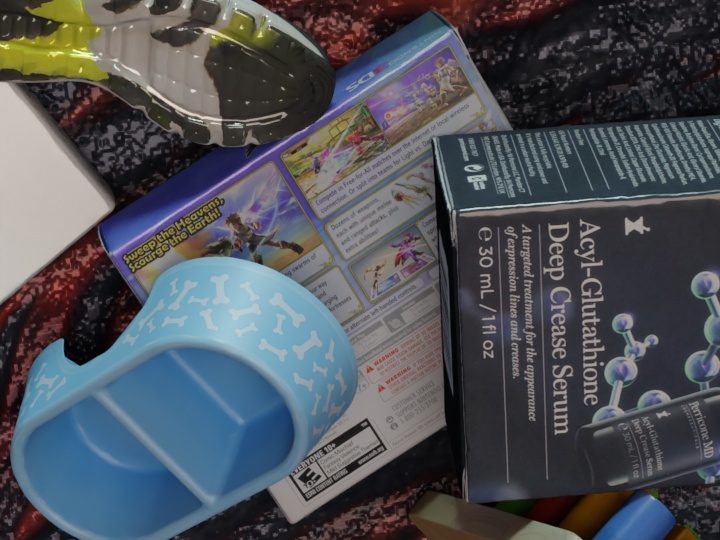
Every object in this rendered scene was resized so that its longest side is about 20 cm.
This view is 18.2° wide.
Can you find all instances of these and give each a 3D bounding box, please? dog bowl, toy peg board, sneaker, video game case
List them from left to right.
[{"bbox_3d":[-0.105,-0.121,1.066,0.199,0.085,0.075,16,119,1],"label":"sneaker"},{"bbox_3d":[-0.091,0.071,1.081,0.199,0.050,0.112,-30,112,36],"label":"dog bowl"},{"bbox_3d":[0.000,0.000,1.121,0.199,0.045,0.182,-32,117,-1],"label":"video game case"},{"bbox_3d":[0.152,0.164,1.122,0.200,0.199,0.098,46,77,-13],"label":"toy peg board"}]

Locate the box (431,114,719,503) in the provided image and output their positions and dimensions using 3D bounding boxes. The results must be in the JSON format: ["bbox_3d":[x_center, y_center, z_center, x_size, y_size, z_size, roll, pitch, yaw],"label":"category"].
[{"bbox_3d":[0.138,0.015,1.062,0.198,0.107,0.150,-5,112,-2],"label":"box"}]

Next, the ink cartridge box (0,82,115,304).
[{"bbox_3d":[-0.249,-0.037,1.099,0.200,0.044,0.174,-39,105,1],"label":"ink cartridge box"}]
